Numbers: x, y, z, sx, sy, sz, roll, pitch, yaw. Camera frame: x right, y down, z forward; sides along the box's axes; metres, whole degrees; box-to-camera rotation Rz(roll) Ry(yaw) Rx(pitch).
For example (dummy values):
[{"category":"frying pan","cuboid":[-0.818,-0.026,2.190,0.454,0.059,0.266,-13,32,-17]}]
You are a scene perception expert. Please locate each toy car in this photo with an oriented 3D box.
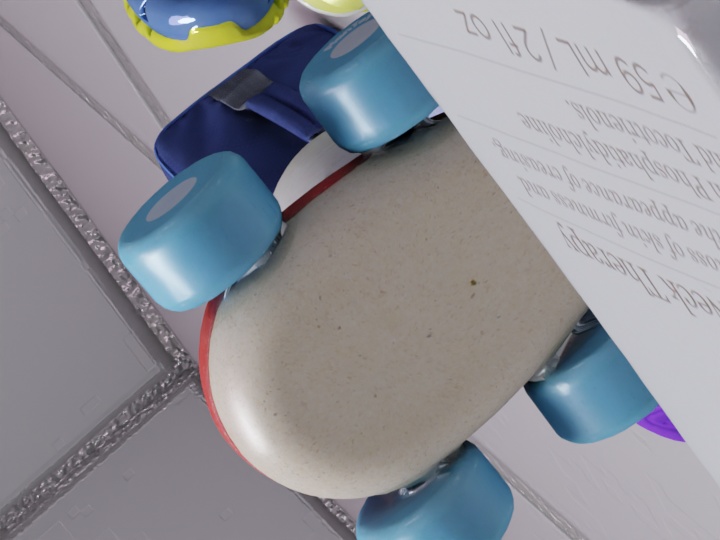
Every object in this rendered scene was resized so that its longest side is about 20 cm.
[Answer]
[{"category":"toy car","cuboid":[0.000,0.000,1.009,0.185,0.177,0.200,51,174,-17]}]

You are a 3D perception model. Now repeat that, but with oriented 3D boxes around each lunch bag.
[{"category":"lunch bag","cuboid":[-0.016,-0.039,1.330,0.200,0.136,0.133,38,166,53]}]

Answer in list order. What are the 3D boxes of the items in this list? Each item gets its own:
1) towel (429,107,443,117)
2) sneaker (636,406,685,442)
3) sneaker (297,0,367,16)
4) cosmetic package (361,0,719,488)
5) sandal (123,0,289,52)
[{"category":"towel","cuboid":[0.045,-0.099,1.153,0.147,0.024,0.200,46,171,27]},{"category":"sneaker","cuboid":[0.146,0.031,1.049,0.099,0.070,0.200,40,168,37]},{"category":"sneaker","cuboid":[-0.035,-0.204,1.013,0.200,0.076,0.105,51,153,-6]},{"category":"cosmetic package","cuboid":[0.132,-0.040,0.506,0.200,0.166,0.167,52,171,-24]},{"category":"sandal","cuboid":[-0.078,-0.178,1.098,0.087,0.079,0.201,80,178,-47]}]
